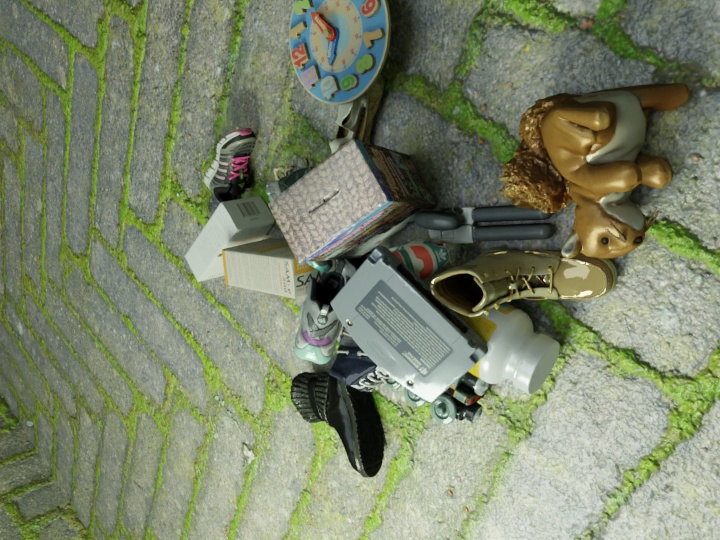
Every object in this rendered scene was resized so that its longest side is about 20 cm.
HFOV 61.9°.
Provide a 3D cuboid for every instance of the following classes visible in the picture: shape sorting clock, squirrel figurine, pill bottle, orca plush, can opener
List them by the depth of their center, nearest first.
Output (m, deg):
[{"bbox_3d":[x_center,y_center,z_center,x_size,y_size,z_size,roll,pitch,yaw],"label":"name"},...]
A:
[{"bbox_3d":[0.267,-0.112,0.717,0.200,0.141,0.188,20,127,53],"label":"squirrel figurine"},{"bbox_3d":[0.171,-0.063,0.849,0.199,0.066,0.053,1,102,38],"label":"can opener"},{"bbox_3d":[0.173,0.090,0.855,0.200,0.112,0.113,30,121,34],"label":"pill bottle"},{"bbox_3d":[-0.037,-0.350,0.890,0.199,0.039,0.201,15,112,42],"label":"shape sorting clock"},{"bbox_3d":[0.000,0.000,1.016,0.071,0.105,0.201,-11,73,7],"label":"orca plush"}]

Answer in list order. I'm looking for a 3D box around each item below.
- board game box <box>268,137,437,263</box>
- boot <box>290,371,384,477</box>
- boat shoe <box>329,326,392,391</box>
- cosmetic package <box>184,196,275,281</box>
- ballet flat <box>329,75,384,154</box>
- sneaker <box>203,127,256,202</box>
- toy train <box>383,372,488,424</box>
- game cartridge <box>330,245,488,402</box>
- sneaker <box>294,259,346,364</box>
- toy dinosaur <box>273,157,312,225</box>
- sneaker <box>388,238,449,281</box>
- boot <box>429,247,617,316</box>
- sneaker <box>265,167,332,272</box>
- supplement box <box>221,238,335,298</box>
[{"bbox_3d":[-0.005,-0.096,0.877,0.159,0.200,0.097,-33,80,23],"label":"board game box"},{"bbox_3d":[-0.045,0.287,1.137,0.157,0.079,0.212,-20,78,37],"label":"boot"},{"bbox_3d":[0.039,0.149,0.913,0.199,0.075,0.093,12,77,44],"label":"boat shoe"},{"bbox_3d":[-0.270,-0.062,1.228,0.200,0.101,0.074,-45,70,42],"label":"cosmetic package"},{"bbox_3d":[-0.016,-0.223,0.969,0.071,0.071,0.201,35,124,30],"label":"ballet flat"},{"bbox_3d":[-0.247,-0.198,1.187,0.200,0.074,0.088,-44,72,46],"label":"sneaker"},{"bbox_3d":[0.114,0.157,0.956,0.200,0.085,0.115,29,111,34],"label":"toy train"},{"bbox_3d":[0.059,0.078,0.819,0.200,0.042,0.133,44,126,5],"label":"game cartridge"},{"bbox_3d":[-0.049,0.041,0.945,0.077,0.200,0.141,14,112,-8],"label":"sneaker"},{"bbox_3d":[-0.125,-0.141,1.100,0.199,0.058,0.102,-16,93,44],"label":"toy dinosaur"},{"bbox_3d":[0.082,-0.009,0.916,0.200,0.093,0.071,165,88,-85],"label":"sneaker"},{"bbox_3d":[0.207,0.015,0.771,0.199,0.155,0.073,10,109,40],"label":"boot"},{"bbox_3d":[-0.085,-0.092,1.002,0.091,0.078,0.201,-32,68,10],"label":"sneaker"},{"bbox_3d":[-0.146,-0.008,1.112,0.199,0.126,0.074,8,107,42],"label":"supplement box"}]
